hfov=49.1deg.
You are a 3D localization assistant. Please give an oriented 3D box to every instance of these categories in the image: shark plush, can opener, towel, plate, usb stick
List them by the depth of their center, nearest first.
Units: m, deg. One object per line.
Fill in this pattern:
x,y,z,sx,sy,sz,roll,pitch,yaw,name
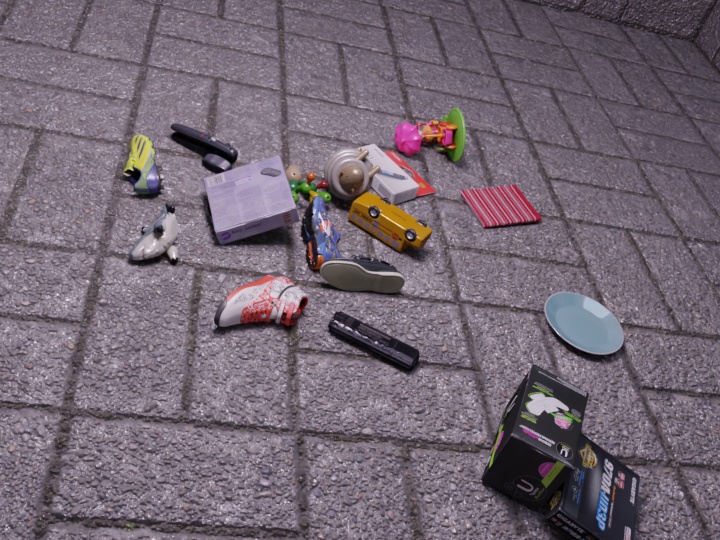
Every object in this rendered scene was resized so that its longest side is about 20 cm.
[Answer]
0.029,0.144,1.619,0.198,0.033,0.056,26,46,7,usb stick
-0.436,-0.096,1.677,0.082,0.091,0.202,-13,46,8,shark plush
0.521,0.128,1.849,0.197,0.026,0.201,12,39,-10,plate
-0.388,-0.313,1.944,0.199,0.064,0.079,32,41,14,can opener
0.382,-0.174,2.142,0.198,0.023,0.145,-8,49,-27,towel

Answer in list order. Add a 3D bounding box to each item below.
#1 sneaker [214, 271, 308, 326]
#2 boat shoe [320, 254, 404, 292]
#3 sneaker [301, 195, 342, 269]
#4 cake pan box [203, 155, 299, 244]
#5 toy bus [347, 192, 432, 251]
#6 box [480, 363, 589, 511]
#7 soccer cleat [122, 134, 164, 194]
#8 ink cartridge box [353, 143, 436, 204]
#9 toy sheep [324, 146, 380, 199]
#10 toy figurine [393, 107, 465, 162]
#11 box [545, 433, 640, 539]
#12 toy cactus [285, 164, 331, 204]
-0.191,0.076,1.577,0.107,0.068,0.201,34,39,21,sneaker
0.001,-0.002,1.743,0.197,0.075,0.067,6,39,-18,boat shoe
-0.087,-0.084,1.804,0.078,0.075,0.202,11,54,-27,sneaker
-0.252,-0.160,1.780,0.198,0.053,0.185,-18,48,-6,cake pan box
0.071,-0.112,1.894,0.199,0.079,0.065,33,40,16,toy bus
0.326,0.308,1.462,0.123,0.150,0.200,27,39,7,box
-0.512,-0.250,1.822,0.083,0.065,0.201,-11,47,-23,soccer cleat
0.087,-0.266,2.106,0.175,0.045,0.200,-20,54,-37,ink cartridge box
-0.028,-0.241,1.956,0.136,0.140,0.200,11,7,-10,toy sheep
0.180,-0.388,2.238,0.181,0.152,0.200,-4,22,-13,toy figurine
0.428,0.414,1.439,0.158,0.046,0.200,36,40,-1,box
-0.168,-0.218,1.919,0.197,0.103,0.166,4,31,-6,toy cactus
